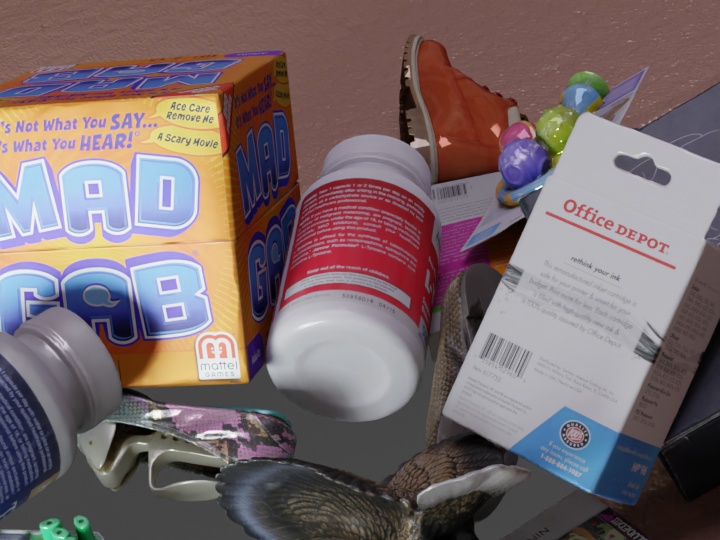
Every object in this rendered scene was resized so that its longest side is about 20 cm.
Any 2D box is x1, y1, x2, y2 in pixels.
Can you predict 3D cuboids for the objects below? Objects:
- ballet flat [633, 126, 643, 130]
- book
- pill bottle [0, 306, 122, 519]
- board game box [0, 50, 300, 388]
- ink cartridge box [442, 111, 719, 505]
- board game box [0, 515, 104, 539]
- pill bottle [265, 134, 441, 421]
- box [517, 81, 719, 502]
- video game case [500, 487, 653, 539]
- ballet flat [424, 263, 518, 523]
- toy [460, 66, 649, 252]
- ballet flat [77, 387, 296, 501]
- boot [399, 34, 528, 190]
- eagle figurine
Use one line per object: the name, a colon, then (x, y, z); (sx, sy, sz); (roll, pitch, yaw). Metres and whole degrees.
ballet flat: (0.195, -0.068, 1.452); (0.071, 0.073, 0.200); (4, 21, 21)
book: (0.107, -0.012, 1.471); (0.132, 0.048, 0.201); (-11, 33, 5)
pill bottle: (-0.253, 0.108, 1.242); (0.111, 0.112, 0.200); (23, 45, 39)
board game box: (-0.160, -0.039, 1.398); (0.198, 0.202, 0.200); (-2, 14, 12)
ink cartridge box: (0.146, 0.022, 1.150); (0.116, 0.068, 0.201); (26, 92, 34)
board game box: (-0.282, 0.223, 1.204); (0.198, 0.026, 0.201); (-1, 35, 16)
pill bottle: (0.000, 0.000, 1.399); (0.111, 0.113, 0.201); (-2, 45, 13)
box: (0.237, 0.004, 1.237); (0.196, 0.124, 0.201); (-29, 61, 4)
video game case: (0.126, 0.227, 1.131); (0.181, 0.036, 0.200); (-29, 39, -22)
ballet flat: (0.071, 0.085, 1.318); (0.067, 0.046, 0.201); (24, 51, -24)
toy: (0.141, -0.099, 1.476); (0.115, 0.047, 0.200); (-29, 13, 37)
ballet flat: (-0.140, 0.122, 1.342); (0.199, 0.069, 0.072); (8, 58, 25)
boot: (0.084, -0.132, 1.632); (0.106, 0.075, 0.201); (-3, 39, -3)
eagle figurine: (0.021, 0.149, 1.138); (0.151, 0.152, 0.200); (-41, 43, -4)
